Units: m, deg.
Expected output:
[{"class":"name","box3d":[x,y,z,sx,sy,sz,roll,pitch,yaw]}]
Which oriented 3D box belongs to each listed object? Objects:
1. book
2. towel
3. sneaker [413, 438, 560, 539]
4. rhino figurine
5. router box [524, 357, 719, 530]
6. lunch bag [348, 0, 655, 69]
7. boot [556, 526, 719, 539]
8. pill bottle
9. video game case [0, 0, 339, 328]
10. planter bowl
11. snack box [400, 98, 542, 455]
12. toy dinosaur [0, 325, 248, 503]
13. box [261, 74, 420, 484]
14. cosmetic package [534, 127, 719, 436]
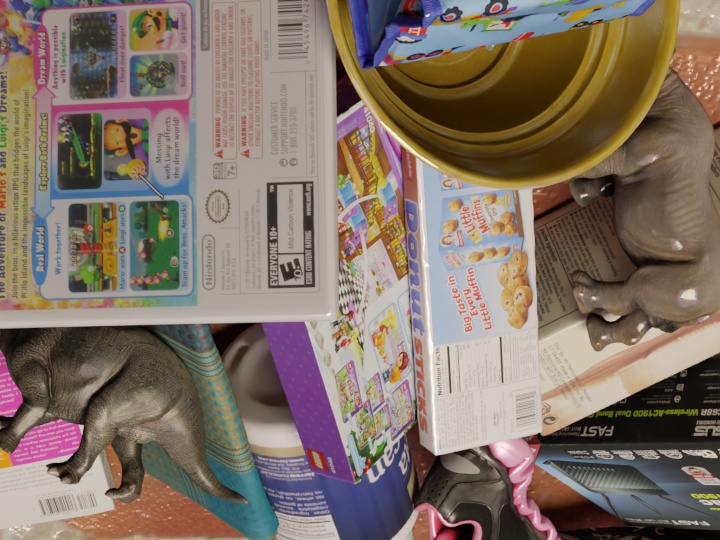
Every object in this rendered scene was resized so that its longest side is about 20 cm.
[{"class":"book","box3d":[-0.240,0.094,0.889,0.133,0.048,0.200,-8,132,-5]},{"class":"towel","box3d":[-0.120,0.072,0.850,0.022,0.146,0.200,-40,137,-31]},{"class":"sneaker","box3d":[0.082,0.185,0.974,0.079,0.095,0.200,16,147,33]},{"class":"rhino figurine","box3d":[0.159,-0.058,0.789,0.087,0.201,0.060,-9,174,19]},{"class":"router box","box3d":[0.221,0.121,0.935,0.150,0.062,0.200,34,153,-33]},{"class":"lunch bag","box3d":[0.058,-0.209,0.623,0.150,0.094,0.201,-14,89,-19]},{"class":"boot","box3d":[0.221,0.223,1.069,0.203,0.074,0.154,-4,-176,42]},{"class":"pill bottle","box3d":[-0.021,0.131,0.925,0.111,0.111,0.200,-16,131,1]},{"class":"video game case","box3d":[-0.102,-0.073,0.686,0.182,0.201,0.024,-2,175,6]},{"class":"planter bowl","box3d":[0.058,-0.141,0.712,0.200,0.083,0.201,-1,92,-24]},{"class":"snack box","box3d":[0.064,0.002,0.790,0.072,0.024,0.201,-9,105,-19]},{"class":"toy dinosaur","box3d":[-0.144,0.066,0.770,0.200,0.077,0.102,30,89,7]},{"class":"box","box3d":[0.000,0.000,0.787,0.137,0.039,0.200,-39,125,-39]},{"class":"cosmetic package","box3d":[0.175,0.006,0.873,0.200,0.104,0.087,-27,130,12]}]
